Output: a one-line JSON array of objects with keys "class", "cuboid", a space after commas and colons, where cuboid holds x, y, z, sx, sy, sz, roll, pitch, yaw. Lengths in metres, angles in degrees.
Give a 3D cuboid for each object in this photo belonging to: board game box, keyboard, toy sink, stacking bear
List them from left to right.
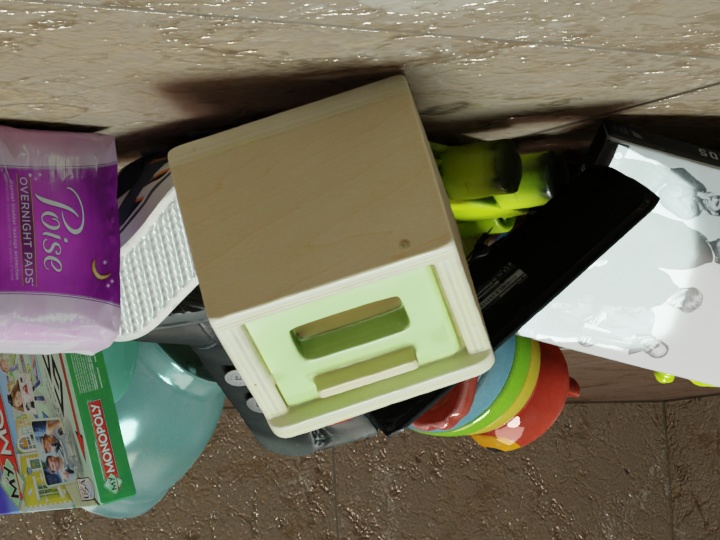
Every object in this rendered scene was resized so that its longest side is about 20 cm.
[{"class": "board game box", "cuboid": [-0.204, 0.048, 1.577, 0.029, 0.201, 0.134, -14, -179, -36]}, {"class": "toy sink", "cuboid": [-0.007, 0.007, 1.348, 0.130, 0.112, 0.200, -17, 154, 2]}, {"class": "stacking bear", "cuboid": [0.064, 0.059, 1.592, 0.121, 0.114, 0.200, 1, 167, 31]}, {"class": "keyboard", "cuboid": [0.081, 0.019, 1.432, 0.200, 0.040, 0.104, -40, -152, -3]}]

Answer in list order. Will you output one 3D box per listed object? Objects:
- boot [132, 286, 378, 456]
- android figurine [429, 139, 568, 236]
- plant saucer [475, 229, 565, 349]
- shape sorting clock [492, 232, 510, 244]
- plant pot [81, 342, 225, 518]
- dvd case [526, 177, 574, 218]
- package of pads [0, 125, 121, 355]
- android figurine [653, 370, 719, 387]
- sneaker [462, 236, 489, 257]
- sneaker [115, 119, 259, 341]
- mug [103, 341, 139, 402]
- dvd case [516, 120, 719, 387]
[{"class": "boot", "cuboid": [-0.095, 0.053, 1.642, 0.164, 0.066, 0.200, 1, 154, 27]}, {"class": "android figurine", "cuboid": [0.017, -0.044, 1.530, 0.199, 0.041, 0.182, -9, 172, 29]}, {"class": "plant saucer", "cuboid": [0.156, 0.003, 1.653, 0.199, 0.032, 0.200, -3, 159, -1]}, {"class": "shape sorting clock", "cuboid": [0.134, 0.021, 1.929, 0.199, 0.039, 0.200, -23, 151, -13]}, {"class": "plant pot", "cuboid": [-0.178, 0.071, 1.968, 0.134, 0.201, 0.200, -37, 158, 25]}, {"class": "dvd case", "cuboid": [0.211, -0.045, 1.679, 0.199, 0.025, 0.150, -5, 173, 7]}, {"class": "package of pads", "cuboid": [-0.222, -0.017, 1.352, 0.200, 0.121, 0.076, 3, 171, -41]}, {"class": "android figurine", "cuboid": [0.249, -0.001, 1.578, 0.181, 0.041, 0.200, 2, 131, -31]}, {"class": "sneaker", "cuboid": [0.000, 0.000, 1.698, 0.199, 0.074, 0.082, -20, -179, 13]}, {"class": "sneaker", "cuboid": [-0.089, -0.042, 1.438, 0.200, 0.080, 0.078, -33, 123, 29]}, {"class": "mug", "cuboid": [-0.238, 0.046, 1.767, 0.152, 0.115, 0.185, 9, -174, 33]}, {"class": "dvd case", "cuboid": [0.207, 0.000, 1.514, 0.199, 0.151, 0.025, 14, -146, -15]}]
